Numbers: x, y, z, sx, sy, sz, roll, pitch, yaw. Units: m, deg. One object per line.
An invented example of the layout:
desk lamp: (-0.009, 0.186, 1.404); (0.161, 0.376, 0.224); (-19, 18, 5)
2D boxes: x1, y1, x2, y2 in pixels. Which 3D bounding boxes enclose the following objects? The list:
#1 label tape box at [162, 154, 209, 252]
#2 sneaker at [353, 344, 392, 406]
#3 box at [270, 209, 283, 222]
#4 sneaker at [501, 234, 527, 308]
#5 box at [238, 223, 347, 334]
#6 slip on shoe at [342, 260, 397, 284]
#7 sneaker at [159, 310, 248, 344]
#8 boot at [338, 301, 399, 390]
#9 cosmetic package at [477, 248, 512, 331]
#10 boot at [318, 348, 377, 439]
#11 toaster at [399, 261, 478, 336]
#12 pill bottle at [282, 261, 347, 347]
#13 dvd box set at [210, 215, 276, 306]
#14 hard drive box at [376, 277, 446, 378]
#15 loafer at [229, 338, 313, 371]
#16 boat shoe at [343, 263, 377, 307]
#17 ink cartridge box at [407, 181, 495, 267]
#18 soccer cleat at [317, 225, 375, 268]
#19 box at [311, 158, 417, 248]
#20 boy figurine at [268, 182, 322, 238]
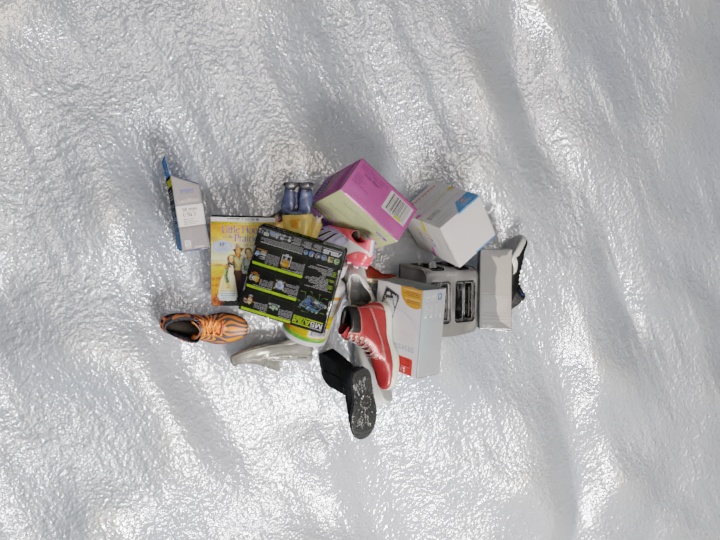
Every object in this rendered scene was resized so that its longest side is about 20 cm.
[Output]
label tape box: (-0.376, -0.145, 1.454); (0.063, 0.144, 0.202); (-10, 97, -18)
sneaker: (-0.005, 0.245, 1.648); (0.073, 0.115, 0.202); (14, 52, -51)
box: (-0.217, -0.027, 1.569); (0.199, 0.048, 0.159); (-32, 103, -14)
sneaker: (0.404, 0.014, 1.784); (0.111, 0.073, 0.201); (31, 91, -22)
box: (-0.147, 0.018, 1.467); (0.198, 0.048, 0.195); (16, 102, 2)
slip on shoe: (0.000, 0.000, 1.638); (0.198, 0.074, 0.062); (11, 86, -15)
sneaker: (-0.342, 0.134, 1.501); (0.198, 0.112, 0.078); (2, 93, -19)
boot: (0.012, 0.176, 1.514); (0.143, 0.072, 0.202); (-5, 86, -44)
cosmetic package: (0.333, 0.046, 1.684); (0.089, 0.107, 0.202); (4, 91, 7)
boot: (-0.037, 0.283, 1.575); (0.065, 0.199, 0.167); (-2, 96, -29)
toaster: (0.186, 0.076, 1.663); (0.179, 0.118, 0.202); (-1, 94, -34)
pill bottle: (-0.100, 0.064, 1.553); (0.110, 0.111, 0.202); (15, 108, -19)
dvd box set: (-0.260, -0.021, 1.502); (0.145, 0.029, 0.202); (1, 101, -7)
hard drive box: (0.111, 0.128, 1.562); (0.076, 0.155, 0.202); (-4, 100, -40)
loafer: (-0.204, 0.202, 1.578); (0.198, 0.070, 0.071); (-10, 88, -19)
boat shoe: (0.002, 0.078, 1.593); (0.070, 0.070, 0.201); (-17, 118, 6)
ink cartridge box: (0.204, -0.119, 1.644); (0.128, 0.200, 0.126); (-40, 122, -13)
soccer cleat: (-0.041, -0.072, 1.559); (0.066, 0.199, 0.077); (4, 113, -46)
box: (0.000, -0.143, 1.552); (0.176, 0.200, 0.097); (40, 68, -17)
boy figurine: (-0.148, -0.099, 1.524); (0.123, 0.064, 0.202); (4, 96, -2)
